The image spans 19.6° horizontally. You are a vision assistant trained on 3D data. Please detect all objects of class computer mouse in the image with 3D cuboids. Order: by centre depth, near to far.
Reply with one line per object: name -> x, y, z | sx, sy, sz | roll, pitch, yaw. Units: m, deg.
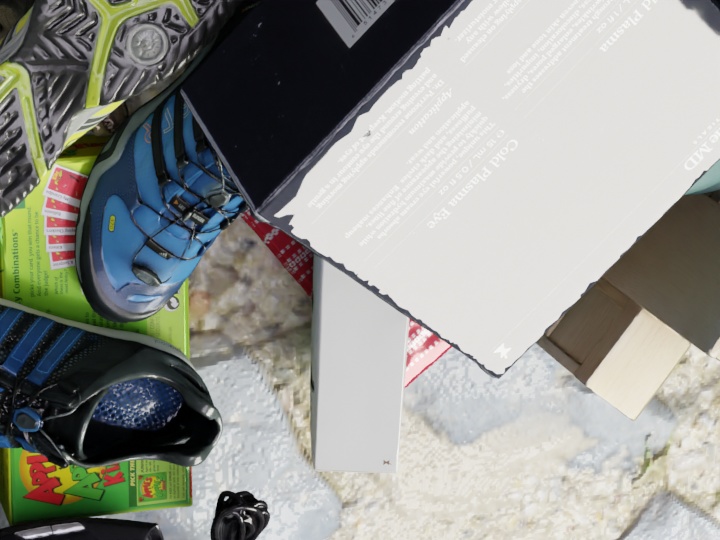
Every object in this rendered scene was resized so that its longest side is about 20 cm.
computer mouse -> -0.152, 0.171, 1.135 | 0.199, 0.046, 0.141 | -14, 148, -19

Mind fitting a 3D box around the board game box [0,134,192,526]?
board game box -> -0.144, 0.030, 1.110 | 0.101, 0.048, 0.201 | -5, 108, -17

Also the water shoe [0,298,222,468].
water shoe -> -0.161, 0.057, 1.029 | 0.199, 0.079, 0.072 | 4, 107, -30

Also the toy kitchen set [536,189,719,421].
toy kitchen set -> 0.244, 0.028, 1.180 | 0.180, 0.163, 0.200 | 36, 94, -25

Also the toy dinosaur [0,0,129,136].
toy dinosaur -> -0.191, -0.138, 1.037 | 0.088, 0.047, 0.201 | -34, 123, -9

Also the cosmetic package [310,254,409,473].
cosmetic package -> 0.000, 0.000, 1.096 | 0.050, 0.083, 0.201 | 1, 115, -4

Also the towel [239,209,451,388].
towel -> 0.014, -0.046, 1.155 | 0.145, 0.022, 0.200 | -42, 117, -4

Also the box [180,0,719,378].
box -> 0.057, -0.082, 0.937 | 0.200, 0.104, 0.182 | -45, 133, 11

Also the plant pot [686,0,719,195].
plant pot -> 0.159, -0.120, 1.104 | 0.201, 0.200, 0.134 | -51, 142, 2

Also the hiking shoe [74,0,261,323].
hiking shoe -> -0.078, -0.056, 1.029 | 0.074, 0.087, 0.201 | 27, 100, -24

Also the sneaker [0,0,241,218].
sneaker -> -0.137, -0.108, 0.996 | 0.200, 0.076, 0.075 | -38, 109, 7
